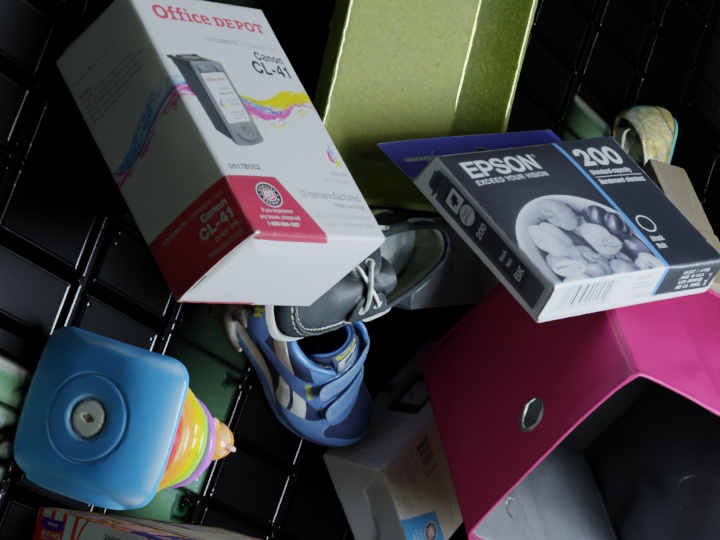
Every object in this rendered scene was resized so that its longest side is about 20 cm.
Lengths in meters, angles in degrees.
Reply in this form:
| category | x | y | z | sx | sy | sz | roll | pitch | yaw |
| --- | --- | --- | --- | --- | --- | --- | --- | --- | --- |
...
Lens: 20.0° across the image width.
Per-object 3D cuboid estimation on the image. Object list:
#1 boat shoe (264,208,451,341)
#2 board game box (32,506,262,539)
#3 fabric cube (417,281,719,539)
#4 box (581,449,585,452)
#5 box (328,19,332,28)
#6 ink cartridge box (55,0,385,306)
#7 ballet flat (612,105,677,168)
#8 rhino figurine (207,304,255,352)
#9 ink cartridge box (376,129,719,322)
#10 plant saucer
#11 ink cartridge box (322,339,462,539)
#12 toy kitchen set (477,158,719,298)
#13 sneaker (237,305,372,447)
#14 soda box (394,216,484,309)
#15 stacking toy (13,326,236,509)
| category | x | y | z | sx | sy | sz | roll | pitch | yaw |
| --- | --- | --- | --- | --- | --- | --- | --- | --- | --- |
| boat shoe | 0.000 | 0.000 | 1.477 | 0.200 | 0.060 | 0.076 | -39 | 130 | -53 |
| board game box | -0.109 | 0.210 | 1.440 | 0.200 | 0.151 | 0.046 | 17 | 84 | -52 |
| fabric cube | 0.192 | 0.110 | 1.589 | 0.200 | 0.199 | 0.196 | 28 | 119 | -30 |
| box | 0.200 | 0.145 | 1.827 | 0.103 | 0.095 | 0.200 | 26 | 64 | -37 |
| box | 0.045 | -0.142 | 1.642 | 0.075 | 0.050 | 0.200 | -51 | 134 | -29 |
| ink cartridge box | -0.093 | -0.080 | 1.358 | 0.148 | 0.086 | 0.200 | 0 | 57 | -54 |
| ballet flat | 0.252 | -0.058 | 1.931 | 0.071 | 0.071 | 0.200 | 3 | 97 | -53 |
| rhino figurine | -0.077 | -0.040 | 1.476 | 0.060 | 0.087 | 0.200 | 6 | 93 | -52 |
| ink cartridge box | 0.143 | -0.051 | 1.522 | 0.198 | 0.200 | 0.043 | -9 | 137 | -43 |
| plant saucer | 0.036 | -0.149 | 1.555 | 0.200 | 0.048 | 0.200 | 4 | 103 | -45 |
| ink cartridge box | 0.064 | 0.142 | 1.721 | 0.200 | 0.067 | 0.116 | -45 | 130 | -37 |
| toy kitchen set | 0.178 | 0.002 | 1.746 | 0.200 | 0.180 | 0.163 | 15 | 124 | -21 |
| sneaker | -0.031 | 0.073 | 1.568 | 0.074 | 0.082 | 0.200 | -61 | 140 | -27 |
| soda box | 0.078 | -0.009 | 1.706 | 0.200 | 0.063 | 0.068 | -3 | 100 | -52 |
| stacking toy | -0.143 | 0.113 | 1.434 | 0.200 | 0.116 | 0.110 | 24 | 83 | -66 |
